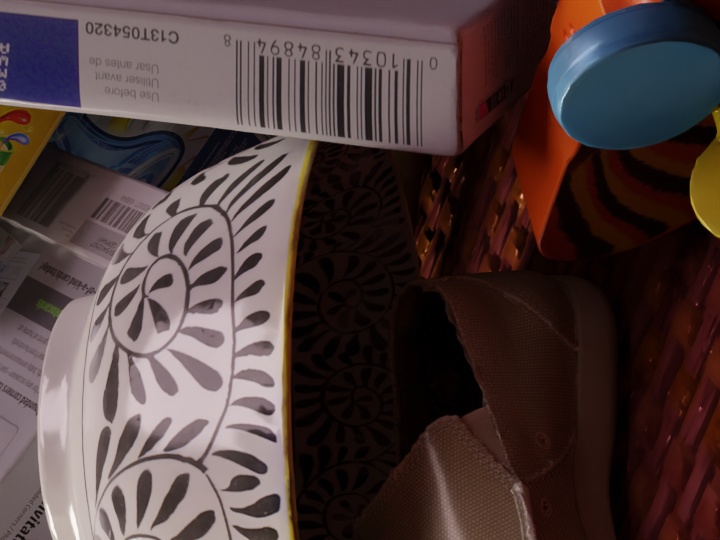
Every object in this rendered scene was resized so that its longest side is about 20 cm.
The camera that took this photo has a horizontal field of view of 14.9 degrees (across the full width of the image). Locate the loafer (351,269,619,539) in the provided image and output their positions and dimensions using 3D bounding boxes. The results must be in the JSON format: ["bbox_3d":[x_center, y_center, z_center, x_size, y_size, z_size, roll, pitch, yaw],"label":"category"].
[{"bbox_3d":[0.033,0.082,0.782,0.076,0.068,0.201,123,157,-44],"label":"loafer"}]

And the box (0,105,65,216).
[{"bbox_3d":[-0.178,-0.087,1.022,0.200,0.122,0.192,-60,17,-22],"label":"box"}]

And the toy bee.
[{"bbox_3d":[0.096,-0.071,0.710,0.200,0.108,0.132,100,161,-77],"label":"toy bee"}]

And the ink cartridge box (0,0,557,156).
[{"bbox_3d":[-0.030,-0.089,0.857,0.200,0.196,0.044,-40,-47,-62],"label":"ink cartridge box"}]

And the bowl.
[{"bbox_3d":[-0.041,0.050,0.843,0.201,0.094,0.202,-2,-90,-78],"label":"bowl"}]

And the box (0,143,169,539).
[{"bbox_3d":[-0.134,0.053,0.958,0.200,0.041,0.156,-52,29,-10],"label":"box"}]

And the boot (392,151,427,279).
[{"bbox_3d":[0.000,0.000,0.995,0.200,0.075,0.074,-60,-1,-5],"label":"boot"}]

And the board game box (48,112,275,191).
[{"bbox_3d":[-0.125,-0.003,1.079,0.135,0.034,0.200,17,68,47],"label":"board game box"}]
